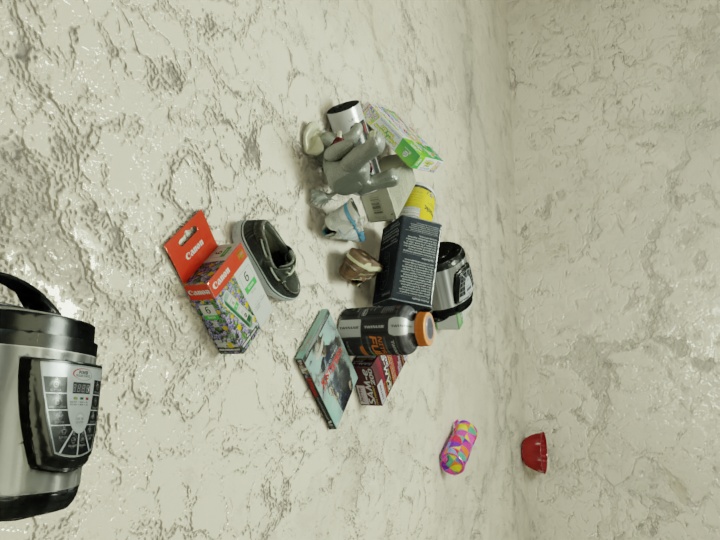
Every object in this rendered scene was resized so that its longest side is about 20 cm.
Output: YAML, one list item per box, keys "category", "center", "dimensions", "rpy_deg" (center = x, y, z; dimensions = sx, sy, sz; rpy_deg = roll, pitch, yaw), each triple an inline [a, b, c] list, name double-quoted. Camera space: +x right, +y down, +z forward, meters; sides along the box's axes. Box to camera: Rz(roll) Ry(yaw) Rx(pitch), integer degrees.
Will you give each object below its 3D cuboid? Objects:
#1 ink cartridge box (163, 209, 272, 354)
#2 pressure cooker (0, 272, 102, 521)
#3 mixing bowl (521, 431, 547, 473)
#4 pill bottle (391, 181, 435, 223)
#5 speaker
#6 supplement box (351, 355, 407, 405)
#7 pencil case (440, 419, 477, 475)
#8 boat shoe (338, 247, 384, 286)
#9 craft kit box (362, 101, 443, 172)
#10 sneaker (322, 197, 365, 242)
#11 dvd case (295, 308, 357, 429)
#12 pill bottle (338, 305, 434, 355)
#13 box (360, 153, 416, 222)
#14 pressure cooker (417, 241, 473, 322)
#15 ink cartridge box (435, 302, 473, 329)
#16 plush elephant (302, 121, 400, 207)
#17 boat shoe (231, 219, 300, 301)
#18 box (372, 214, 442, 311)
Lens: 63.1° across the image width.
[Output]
- category: "ink cartridge box"
  center: [-0.211, 0.017, 0.896]
  dimensions: [0.109, 0.050, 0.202]
  rpy_deg: [-61, 140, -49]
- category: "pressure cooker"
  center: [-0.324, 0.102, 0.506]
  dimensions: [0.177, 0.175, 0.204]
  rpy_deg: [13, 72, -38]
- category: "mixing bowl"
  center: [0.865, 0.907, 2.929]
  dimensions: [0.199, 0.107, 0.204]
  rpy_deg: [16, 72, -63]
- category: "pill bottle"
  center: [0.140, -0.131, 1.588]
  dimensions: [0.112, 0.110, 0.203]
  rpy_deg: [53, 41, -47]
- category: "speaker"
  center: [-0.012, -0.279, 1.334]
  dimensions: [0.081, 0.080, 0.202]
  rpy_deg: [-58, 136, -51]
- category: "supplement box"
  center: [0.048, 0.216, 1.395]
  dimensions: [0.200, 0.060, 0.110]
  rpy_deg: [-51, 131, -54]
- category: "pencil case"
  center: [0.313, 0.561, 1.869]
  dimensions: [0.200, 0.087, 0.090]
  rpy_deg: [-42, 123, -62]
- category: "boat shoe"
  center: [-0.005, -0.004, 1.332]
  dimensions: [0.075, 0.074, 0.202]
  rpy_deg: [-55, 163, 5]
- category: "craft kit box"
  center: [0.109, -0.340, 1.511]
  dimensions: [0.200, 0.049, 0.197]
  rpy_deg: [48, 25, 13]
- category: "sneaker"
  center: [-0.040, -0.097, 1.263]
  dimensions: [0.200, 0.086, 0.076]
  rpy_deg: [66, 0, -77]
- category: "dvd case"
  center: [-0.065, 0.203, 1.204]
  dimensions: [0.202, 0.022, 0.147]
  rpy_deg: [68, 30, -30]
- category: "pill bottle"
  center: [0.059, 0.130, 1.270]
  dimensions: [0.106, 0.197, 0.108]
  rpy_deg: [20, 67, -61]
- category: "box"
  center: [0.075, -0.216, 1.502]
  dimensions: [0.201, 0.077, 0.096]
  rpy_deg: [-60, 137, -50]
- category: "pressure cooker"
  center: [0.229, 0.039, 1.658]
  dimensions: [0.179, 0.173, 0.203]
  rpy_deg: [-98, 174, -68]
- category: "ink cartridge box"
  center: [0.300, 0.085, 1.915]
  dimensions: [0.200, 0.086, 0.148]
  rpy_deg: [-42, 123, -57]
- category: "plush elephant"
  center: [-0.033, -0.237, 1.213]
  dimensions: [0.165, 0.198, 0.157]
  rpy_deg: [41, 27, -57]
- category: "boat shoe"
  center: [-0.145, -0.012, 1.015]
  dimensions: [0.201, 0.070, 0.073]
  rpy_deg: [55, 38, -47]
- category: "box"
  center: [0.110, -0.011, 1.408]
  dimensions: [0.148, 0.105, 0.203]
  rpy_deg: [152, -52, -72]
